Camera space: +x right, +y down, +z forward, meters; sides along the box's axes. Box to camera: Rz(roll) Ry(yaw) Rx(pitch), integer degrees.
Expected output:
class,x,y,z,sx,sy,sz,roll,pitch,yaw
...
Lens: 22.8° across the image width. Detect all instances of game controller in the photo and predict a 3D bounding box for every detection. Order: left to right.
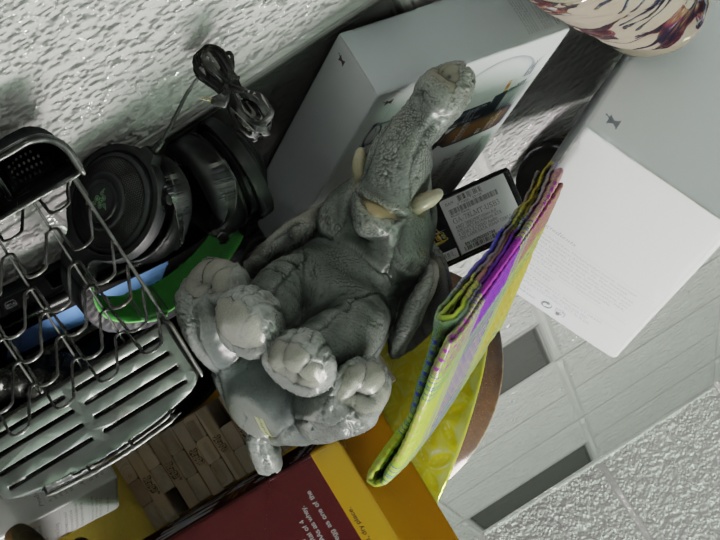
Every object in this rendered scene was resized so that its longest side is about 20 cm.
class,x,y,z,sx,sy,sz,roll,pitch,yaw
game controller,-0.173,0.018,1.107,0.199,0.042,0.104,-26,162,-18

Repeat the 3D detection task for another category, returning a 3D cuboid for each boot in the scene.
class,x,y,z,sx,sy,sz,roll,pitch,yaw
boot,-0.162,0.075,1.103,0.210,0.080,0.158,-27,179,-17

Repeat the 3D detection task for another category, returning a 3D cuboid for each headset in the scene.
class,x,y,z,sx,sy,sz,roll,pitch,yaw
headset,-0.096,-0.037,0.997,0.123,0.094,0.201,-20,143,-37

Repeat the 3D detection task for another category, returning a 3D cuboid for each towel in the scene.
class,x,y,z,sx,sy,sz,roll,pitch,yaw
towel,0.066,0.031,1.086,0.200,0.023,0.144,-52,166,-48

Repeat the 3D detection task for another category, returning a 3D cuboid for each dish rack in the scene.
class,x,y,z,sx,sy,sz,roll,pitch,yaw
dish rack,-0.178,0.033,0.936,0.153,0.055,0.201,-30,119,-1

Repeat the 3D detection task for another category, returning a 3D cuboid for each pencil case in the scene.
class,x,y,z,sx,sy,sz,roll,pitch,yaw
pencil case,0.152,-0.182,1.064,0.089,0.078,0.200,-29,165,20

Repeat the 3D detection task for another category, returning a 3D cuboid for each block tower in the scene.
class,x,y,z,sx,sy,sz,roll,pitch,yaw
block tower,-0.069,0.099,1.158,0.200,0.058,0.054,-34,177,22

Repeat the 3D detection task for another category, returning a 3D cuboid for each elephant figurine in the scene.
class,x,y,z,sx,sy,sz,roll,pitch,yaw
elephant figurine,-0.001,0.000,1.031,0.155,0.142,0.200,-8,-142,51

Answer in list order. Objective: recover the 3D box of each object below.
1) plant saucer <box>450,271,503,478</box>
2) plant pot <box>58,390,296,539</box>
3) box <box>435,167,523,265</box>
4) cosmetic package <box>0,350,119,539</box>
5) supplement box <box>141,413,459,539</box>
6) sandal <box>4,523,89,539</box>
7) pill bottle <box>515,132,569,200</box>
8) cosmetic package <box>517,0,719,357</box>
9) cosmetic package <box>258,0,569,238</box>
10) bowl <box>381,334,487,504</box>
class,x,y,z,sx,sy,sz,roll,pitch,yaw
plant saucer,0.022,0.087,1.421,0.200,0.201,0.032,-39,141,21
plant pot,-0.138,0.172,1.356,0.199,0.197,0.194,-11,-178,42
box,0.000,0.000,1.237,0.197,0.050,0.200,-22,179,-11
cosmetic package,-0.272,0.150,1.191,0.199,0.108,0.085,-26,163,-16
supplement box,-0.035,0.225,1.137,0.199,0.198,0.133,-32,180,12
sandal,-0.212,0.218,1.171,0.070,0.078,0.212,-37,170,-1
pill bottle,0.231,-0.075,1.453,0.199,0.112,0.112,-20,160,-34
cosmetic package,0.209,-0.081,1.249,0.200,0.123,0.200,-55,176,-32
cosmetic package,0.026,-0.095,1.133,0.150,0.052,0.200,-20,161,-29
bowl,0.004,0.094,1.271,0.200,0.107,0.201,-159,-90,-81
